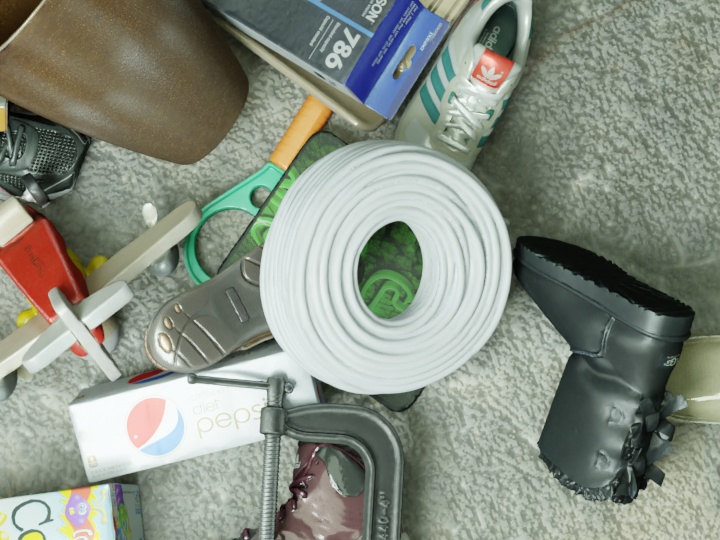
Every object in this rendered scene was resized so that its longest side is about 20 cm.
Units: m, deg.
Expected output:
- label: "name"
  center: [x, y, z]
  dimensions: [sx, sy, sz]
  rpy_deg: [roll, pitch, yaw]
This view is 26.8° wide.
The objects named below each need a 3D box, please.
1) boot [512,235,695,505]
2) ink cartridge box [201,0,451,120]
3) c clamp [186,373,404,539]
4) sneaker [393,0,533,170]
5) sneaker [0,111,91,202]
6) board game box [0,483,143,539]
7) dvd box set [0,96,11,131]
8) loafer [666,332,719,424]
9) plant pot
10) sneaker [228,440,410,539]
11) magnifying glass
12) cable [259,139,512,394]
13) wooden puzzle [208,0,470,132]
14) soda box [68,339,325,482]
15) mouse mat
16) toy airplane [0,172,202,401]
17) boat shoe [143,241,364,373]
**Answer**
- label: "boot"
  center: [0.175, 0.078, 1.199]
  dimensions: [0.198, 0.073, 0.164]
  rpy_deg: [34, 117, 47]
- label: "ink cartridge box"
  center: [-0.033, -0.217, 1.241]
  dimensions: [0.199, 0.039, 0.100]
  rpy_deg: [31, 87, 9]
- label: "c clamp"
  center: [-0.048, 0.179, 1.174]
  dimensions: [0.169, 0.027, 0.203]
  rpy_deg: [-1, 80, -11]
- label: "sneaker"
  center: [0.085, -0.144, 1.232]
  dimensions: [0.070, 0.093, 0.201]
  rpy_deg: [26, 83, -7]
- label: "sneaker"
  center: [-0.331, -0.108, 1.277]
  dimensions: [0.197, 0.086, 0.081]
  rpy_deg: [7, 84, 6]
- label: "board game box"
  center: [-0.280, 0.235, 1.215]
  dimensions: [0.197, 0.105, 0.104]
  rpy_deg: [-8, 81, 4]
- label: "dvd box set"
  center: [-0.386, -0.172, 1.250]
  dimensions: [0.197, 0.030, 0.147]
  rpy_deg: [3, 38, -11]
- label: "loafer"
  center: [0.304, 0.085, 1.198]
  dimensions: [0.197, 0.068, 0.077]
  rpy_deg: [0, 82, 5]
- label: "plant pot"
  center: [-0.192, -0.179, 1.219]
  dimensions: [0.199, 0.187, 0.188]
  rpy_deg: [36, 86, -31]
- label: "sneaker"
  center: [-0.063, 0.197, 1.218]
  dimensions: [0.198, 0.076, 0.117]
  rpy_deg: [-8, 81, -6]
- label: "magnifying glass"
  center: [-0.079, -0.069, 1.280]
  dimensions: [0.079, 0.022, 0.201]
  rpy_deg: [32, 85, 8]
- label: "cable"
  center: [0.022, 0.000, 1.180]
  dimensions: [0.199, 0.069, 0.201]
  rpy_deg: [36, 82, -25]
- label: "wooden puzzle"
  center: [-0.004, -0.243, 1.283]
  dimensions: [0.185, 0.046, 0.201]
  rpy_deg: [37, 89, 9]
- label: "soda box"
  center: [-0.131, 0.110, 1.231]
  dimensions: [0.198, 0.064, 0.069]
  rpy_deg: [-14, 98, 3]
- label: "mouse mat"
  center: [0.000, 0.000, 1.261]
  dimensions: [0.199, 0.008, 0.162]
  rpy_deg: [35, 87, 4]
- label: "toy airplane"
  center: [-0.232, 0.029, 1.221]
  dimensions: [0.198, 0.142, 0.201]
  rpy_deg: [-3, 52, 24]
- label: "boat shoe"
  center: [-0.089, 0.024, 1.213]
  dimensions: [0.198, 0.072, 0.076]
  rpy_deg: [-22, 87, -27]
